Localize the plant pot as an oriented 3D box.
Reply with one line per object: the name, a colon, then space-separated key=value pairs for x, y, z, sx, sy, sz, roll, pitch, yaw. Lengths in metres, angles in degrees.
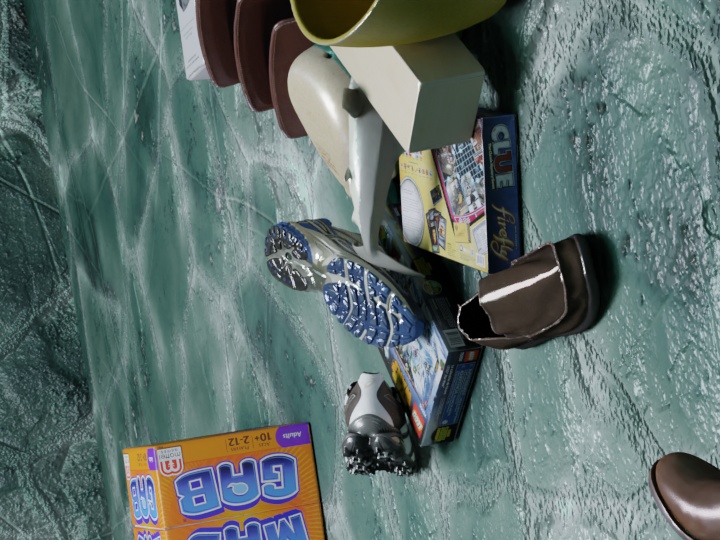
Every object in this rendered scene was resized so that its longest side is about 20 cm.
plant pot: x=0.048 y=-0.268 z=1.424 sx=0.200 sy=0.141 sz=0.201 roll=-25 pitch=61 yaw=55

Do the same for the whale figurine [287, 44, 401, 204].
whale figurine: x=0.006 y=-0.144 z=1.728 sx=0.159 sy=0.103 sz=0.201 roll=43 pitch=162 yaw=45

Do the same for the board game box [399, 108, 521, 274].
board game box: x=0.086 y=-0.080 z=1.579 sx=0.200 sy=0.034 sz=0.137 roll=-155 pitch=60 yaw=-68

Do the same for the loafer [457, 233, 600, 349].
loafer: x=0.134 y=0.028 z=1.428 sx=0.200 sy=0.071 sz=0.074 roll=130 pitch=130 yaw=-64

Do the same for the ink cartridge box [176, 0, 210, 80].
ink cartridge box: x=-0.129 y=-0.320 z=1.938 sx=0.086 sy=0.147 sz=0.201 roll=154 pitch=109 yaw=-68

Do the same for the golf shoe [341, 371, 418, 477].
golf shoe: x=0.021 y=0.158 z=1.775 sx=0.200 sy=0.077 sz=0.095 roll=89 pitch=-178 yaw=-74

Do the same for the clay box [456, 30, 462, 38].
clay box: x=0.039 y=-0.273 z=1.626 sx=0.115 sy=0.047 sz=0.201 roll=103 pitch=151 yaw=-43

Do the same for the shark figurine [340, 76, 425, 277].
shark figurine: x=0.028 y=-0.094 z=1.572 sx=0.128 sy=0.089 sz=0.216 roll=-43 pitch=-48 yaw=-80

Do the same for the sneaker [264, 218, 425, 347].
sneaker: x=0.000 y=0.000 z=1.682 sx=0.200 sy=0.085 sz=0.077 roll=36 pitch=132 yaw=34

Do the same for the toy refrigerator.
toy refrigerator: x=0.032 y=-0.196 z=1.519 sx=0.076 sy=0.070 sz=0.200 roll=99 pitch=149 yaw=-41

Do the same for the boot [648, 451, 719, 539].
boot: x=0.261 y=0.103 z=1.104 sx=0.186 sy=0.064 sz=0.201 roll=41 pitch=139 yaw=44

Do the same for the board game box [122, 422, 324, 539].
board game box: x=-0.172 y=0.306 z=2.201 sx=0.200 sy=0.199 sz=0.201 roll=159 pitch=103 yaw=-70

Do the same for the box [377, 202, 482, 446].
box: x=0.055 y=0.051 z=1.709 sx=0.137 sy=0.040 sz=0.201 roll=104 pitch=152 yaw=-44

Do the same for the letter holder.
letter holder: x=-0.088 y=-0.228 z=1.792 sx=0.200 sy=0.141 sz=0.101 roll=88 pitch=164 yaw=-60
